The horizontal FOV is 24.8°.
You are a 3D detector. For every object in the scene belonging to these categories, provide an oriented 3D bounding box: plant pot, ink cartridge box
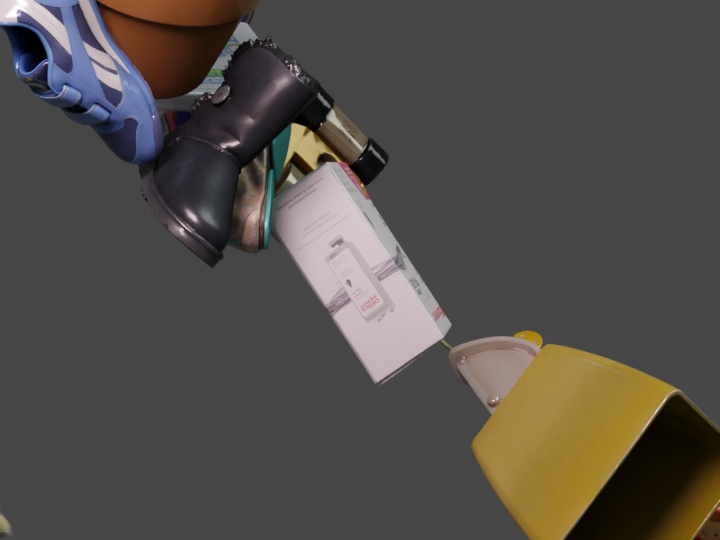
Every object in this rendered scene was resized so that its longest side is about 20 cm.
[{"bbox_3d":[0.232,0.189,1.633,0.176,0.200,0.200,37,-1,42],"label":"plant pot"},{"bbox_3d":[-0.181,-0.243,1.413,0.199,0.141,0.201,13,38,-10],"label":"plant pot"},{"bbox_3d":[0.000,0.000,1.583,0.201,0.083,0.147,56,7,1],"label":"ink cartridge box"}]

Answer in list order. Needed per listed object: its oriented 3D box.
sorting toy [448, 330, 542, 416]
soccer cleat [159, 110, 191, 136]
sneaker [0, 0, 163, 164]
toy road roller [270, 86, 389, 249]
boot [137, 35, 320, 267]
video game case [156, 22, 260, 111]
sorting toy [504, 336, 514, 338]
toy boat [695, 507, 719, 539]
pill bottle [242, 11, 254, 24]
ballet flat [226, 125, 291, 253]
[{"bbox_3d":[0.212,0.186,1.953,0.200,0.106,0.181,55,-8,50],"label":"sorting toy"},{"bbox_3d":[-0.135,-0.109,1.582,0.068,0.073,0.200,39,10,-46],"label":"soccer cleat"},{"bbox_3d":[-0.234,-0.158,1.334,0.074,0.082,0.201,2,-46,44],"label":"sneaker"},{"bbox_3d":[-0.072,-0.090,1.779,0.123,0.146,0.201,43,45,-18],"label":"toy road roller"},{"bbox_3d":[-0.106,-0.109,1.383,0.076,0.168,0.200,42,9,-28],"label":"boot"},{"bbox_3d":[-0.179,-0.206,1.630,0.199,0.024,0.182,-2,32,-24],"label":"video game case"},{"bbox_3d":[0.242,0.182,2.137,0.199,0.070,0.200,47,7,9],"label":"sorting toy"},{"bbox_3d":[0.377,0.321,1.901,0.130,0.131,0.200,41,9,-30],"label":"toy boat"},{"bbox_3d":[-0.248,-0.439,2.594,0.112,0.112,0.200,47,8,14],"label":"pill bottle"},{"bbox_3d":[-0.105,-0.093,1.501,0.201,0.067,0.068,-82,175,-52],"label":"ballet flat"}]
